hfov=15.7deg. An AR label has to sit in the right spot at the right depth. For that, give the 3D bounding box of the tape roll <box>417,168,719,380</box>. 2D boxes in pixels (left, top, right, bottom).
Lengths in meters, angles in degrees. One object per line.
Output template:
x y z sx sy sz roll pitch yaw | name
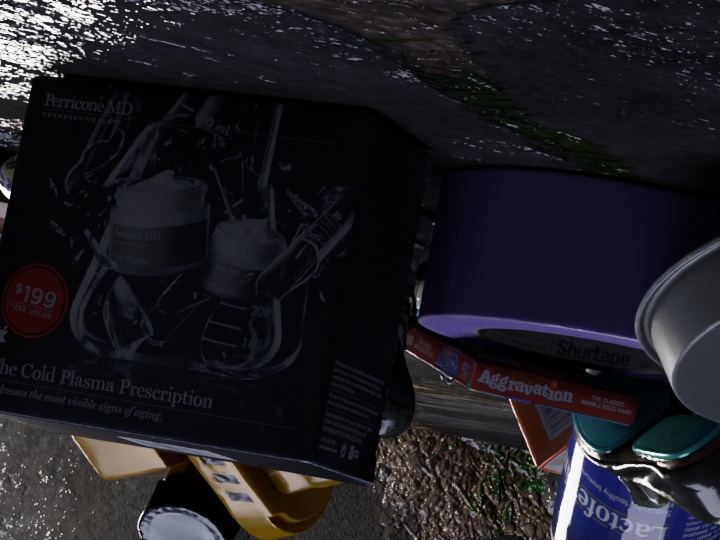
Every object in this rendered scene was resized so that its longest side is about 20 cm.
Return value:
0.137 0.006 1.467 0.200 0.085 0.200 11 173 1 | tape roll

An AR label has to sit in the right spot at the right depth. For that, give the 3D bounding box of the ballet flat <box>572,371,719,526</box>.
0.177 0.110 1.524 0.068 0.068 0.200 58 175 -15 | ballet flat

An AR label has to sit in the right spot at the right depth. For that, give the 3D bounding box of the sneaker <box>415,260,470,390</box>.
0.053 0.043 1.770 0.078 0.090 0.200 -21 -171 -27 | sneaker

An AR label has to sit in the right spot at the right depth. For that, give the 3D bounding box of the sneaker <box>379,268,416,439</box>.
0.004 0.022 1.476 0.080 0.074 0.200 4 -145 -21 | sneaker

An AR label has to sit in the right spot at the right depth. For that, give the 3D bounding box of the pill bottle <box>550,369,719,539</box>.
0.186 0.146 1.695 0.116 0.200 0.116 5 -142 -4 | pill bottle

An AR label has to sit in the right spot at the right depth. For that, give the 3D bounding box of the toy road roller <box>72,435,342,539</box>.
-0.078 0.068 1.524 0.146 0.123 0.200 -16 121 33 | toy road roller

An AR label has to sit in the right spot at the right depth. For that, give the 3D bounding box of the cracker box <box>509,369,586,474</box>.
0.182 0.085 1.836 0.058 0.134 0.200 -40 144 28 | cracker box

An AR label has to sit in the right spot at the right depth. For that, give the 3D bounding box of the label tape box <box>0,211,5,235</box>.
-0.235 -0.010 1.980 0.143 0.066 0.200 11 172 -5 | label tape box

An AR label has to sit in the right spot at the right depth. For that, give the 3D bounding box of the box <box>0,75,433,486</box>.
-0.083 0.005 1.375 0.200 0.182 0.104 7 171 21 | box

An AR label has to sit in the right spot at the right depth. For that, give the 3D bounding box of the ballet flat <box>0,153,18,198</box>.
-0.123 -0.036 1.481 0.200 0.072 0.072 0 170 20 | ballet flat

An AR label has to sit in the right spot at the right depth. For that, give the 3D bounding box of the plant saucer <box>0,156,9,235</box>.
-0.241 -0.050 1.780 0.200 0.037 0.200 10 174 1 | plant saucer

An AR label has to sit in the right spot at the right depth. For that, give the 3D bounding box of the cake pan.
0.240 0.027 1.319 0.200 0.037 0.200 -6 151 -3 | cake pan

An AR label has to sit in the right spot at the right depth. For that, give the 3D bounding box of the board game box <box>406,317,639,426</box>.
0.086 0.057 1.579 0.103 0.019 0.200 12 -175 -16 | board game box

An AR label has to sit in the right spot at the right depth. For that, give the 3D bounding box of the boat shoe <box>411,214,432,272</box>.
0.000 0.000 1.697 0.072 0.066 0.200 12 173 -16 | boat shoe

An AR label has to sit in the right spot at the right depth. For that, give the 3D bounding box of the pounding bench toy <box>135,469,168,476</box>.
-0.139 0.047 1.681 0.200 0.124 0.156 1 -163 -24 | pounding bench toy
